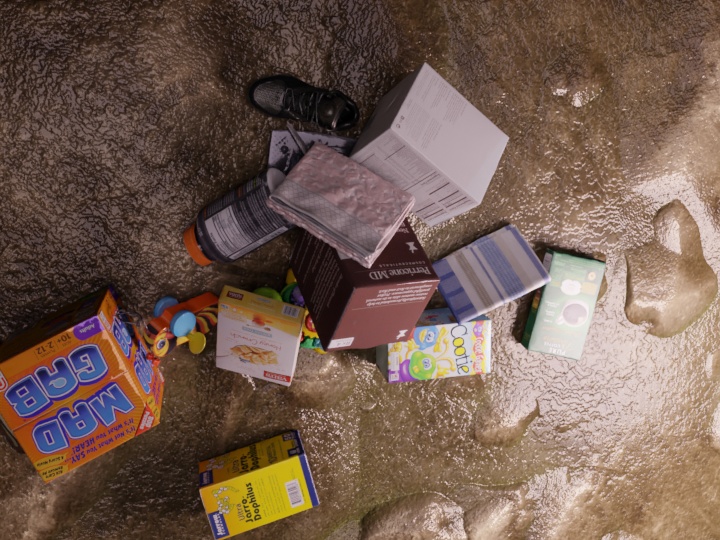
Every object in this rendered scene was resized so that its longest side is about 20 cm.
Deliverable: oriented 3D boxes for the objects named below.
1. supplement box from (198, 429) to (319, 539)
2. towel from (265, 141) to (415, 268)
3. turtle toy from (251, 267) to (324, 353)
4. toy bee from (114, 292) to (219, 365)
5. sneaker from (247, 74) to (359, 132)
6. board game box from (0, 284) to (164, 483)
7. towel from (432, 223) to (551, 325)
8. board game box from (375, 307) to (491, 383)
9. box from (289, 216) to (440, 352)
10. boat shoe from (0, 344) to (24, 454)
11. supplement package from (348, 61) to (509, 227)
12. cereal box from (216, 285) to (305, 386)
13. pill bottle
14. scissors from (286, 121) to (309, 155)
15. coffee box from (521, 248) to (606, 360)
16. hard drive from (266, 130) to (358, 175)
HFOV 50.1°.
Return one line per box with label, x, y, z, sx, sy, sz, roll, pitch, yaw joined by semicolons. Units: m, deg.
supplement box;-0.188;0.391;1.413;0.196;0.109;0.112;-17;105;-9
towel;-0.028;-0.114;1.238;0.198;0.192;0.032;31;134;4
turtle toy;-0.108;0.075;1.371;0.196;0.101;0.149;12;99;-15
toy bee;-0.331;0.101;1.317;0.197;0.131;0.110;2;117;-30
sneaker;-0.091;-0.283;1.296;0.196;0.114;0.078;15;97;-13
board game box;-0.458;0.176;1.259;0.197;0.200;0.203;-27;106;-5
towel;0.236;0.006;1.427;0.197;0.148;0.024;-25;146;-7
board game box;0.134;0.136;1.437;0.196;0.105;0.105;-5;103;-11
box;0.000;0.000;1.286;0.163;0.202;0.166;-5;141;-29
boat shoe;-0.605;0.222;1.304;0.074;0.074;0.205;-26;90;31
supplement package;0.115;-0.207;1.312;0.199;0.150;0.153;37;62;-17
cereal box;-0.175;0.117;1.320;0.141;0.040;0.202;15;139;1
pill bottle;-0.202;-0.082;1.295;0.198;0.107;0.107;-26;107;20
scissors;-0.065;-0.171;1.333;0.072;0.014;0.203;-20;104;-6
coffee box;0.398;0.067;1.514;0.121;0.044;0.204;10;99;-14
hard drive;-0.069;-0.172;1.359;0.196;0.042;0.138;6;100;-14
